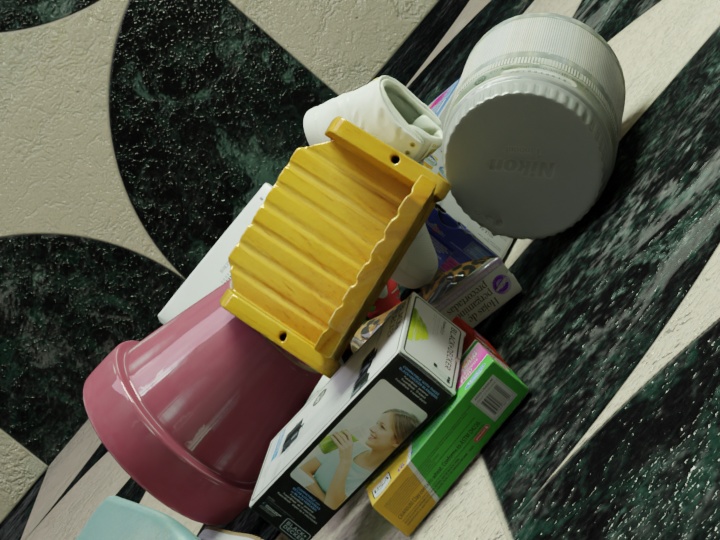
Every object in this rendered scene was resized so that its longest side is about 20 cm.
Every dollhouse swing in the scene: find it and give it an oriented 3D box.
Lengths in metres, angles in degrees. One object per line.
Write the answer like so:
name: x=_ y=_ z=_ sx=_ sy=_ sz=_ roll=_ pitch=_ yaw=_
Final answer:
dollhouse swing: x=-0.035 y=-0.030 z=1.550 sx=0.201 sy=0.181 sz=0.176 roll=-57 pitch=-17 yaw=-1

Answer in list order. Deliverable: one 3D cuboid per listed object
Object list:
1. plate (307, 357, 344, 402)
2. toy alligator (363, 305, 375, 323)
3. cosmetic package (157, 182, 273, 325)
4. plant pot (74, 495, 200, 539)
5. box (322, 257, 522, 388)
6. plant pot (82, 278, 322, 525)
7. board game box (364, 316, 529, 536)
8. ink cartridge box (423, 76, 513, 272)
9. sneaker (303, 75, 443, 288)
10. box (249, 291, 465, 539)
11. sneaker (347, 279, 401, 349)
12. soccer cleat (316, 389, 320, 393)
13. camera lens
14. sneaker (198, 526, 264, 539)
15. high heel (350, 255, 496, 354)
plate: x=-0.105 y=0.131 z=1.875 sx=0.199 sy=0.032 sz=0.201 roll=-39 pitch=37 yaw=15
toy alligator: x=0.000 y=0.000 z=1.804 sx=0.059 sy=0.054 sz=0.201 roll=8 pitch=-79 yaw=-60
cosmetic package: x=-0.098 y=0.036 z=2.082 sx=0.200 sy=0.123 sz=0.200 roll=-51 pitch=-21 yaw=0
plant pot: x=-0.140 y=0.303 z=1.349 sx=0.197 sy=0.196 sz=0.200 roll=-55 pitch=19 yaw=-23
box: x=0.055 y=0.062 z=1.616 sx=0.200 sy=0.039 sz=0.041 roll=-37 pitch=4 yaw=-8
plant pot: x=-0.137 y=0.112 z=1.725 sx=0.179 sy=0.200 sz=0.200 roll=-46 pitch=10 yaw=14
board game box: x=0.062 y=0.125 z=1.498 sx=0.153 sy=0.040 sz=0.200 roll=-51 pitch=10 yaw=3
ink cartridge box: x=0.098 y=-0.080 z=1.807 sx=0.076 sy=0.136 sz=0.200 roll=-41 pitch=13 yaw=48
sneaker: x=0.040 y=-0.083 z=1.679 sx=0.115 sy=0.201 sz=0.074 roll=-24 pitch=13 yaw=36
box: x=-0.001 y=0.123 z=1.491 sx=0.200 sy=0.060 sz=0.117 roll=-47 pitch=11 yaw=24
sneaker: x=0.004 y=0.056 z=1.922 sx=0.077 sy=0.085 sz=0.200 roll=-21 pitch=-17 yaw=-13
soccer cleat: x=-0.020 y=0.159 z=1.687 sx=0.069 sy=0.078 sz=0.200 roll=-7 pitch=11 yaw=18
camera lens: x=0.162 y=-0.137 z=1.659 sx=0.160 sy=0.160 sz=0.200 roll=-45 pitch=11 yaw=28
sneaker: x=-0.137 y=0.301 z=1.661 sx=0.109 sy=0.070 sz=0.200 roll=-52 pitch=13 yaw=-20
high heel: x=0.066 y=0.047 z=1.744 sx=0.142 sy=0.072 sz=0.200 roll=-40 pitch=3 yaw=-15
